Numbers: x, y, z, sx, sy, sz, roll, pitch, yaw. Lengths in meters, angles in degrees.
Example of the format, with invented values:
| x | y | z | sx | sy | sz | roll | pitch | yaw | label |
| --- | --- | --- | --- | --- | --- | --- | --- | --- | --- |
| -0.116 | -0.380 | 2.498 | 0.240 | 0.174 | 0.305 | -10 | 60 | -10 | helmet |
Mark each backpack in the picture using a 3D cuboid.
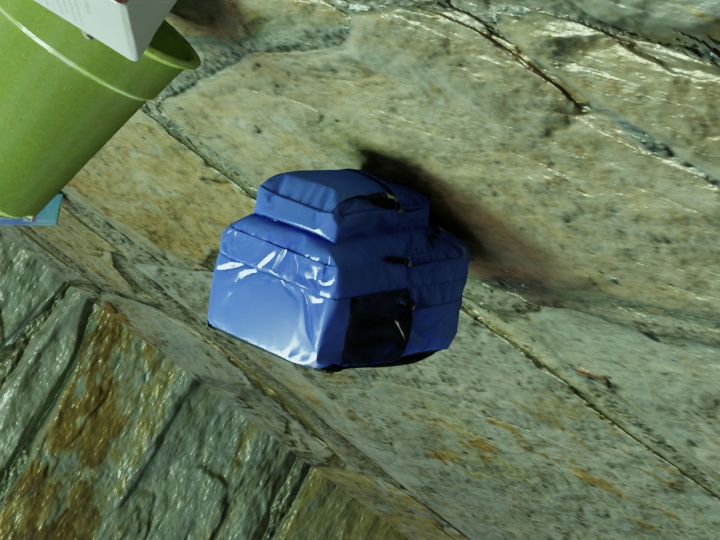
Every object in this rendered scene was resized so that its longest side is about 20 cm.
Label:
| x | y | z | sx | sy | sz | roll | pitch | yaw | label |
| --- | --- | --- | --- | --- | --- | --- | --- | --- | --- |
| 0.000 | 0.000 | 2.163 | 0.200 | 0.168 | 0.162 | 0 | -158 | -47 | backpack |

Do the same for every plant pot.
| x | y | z | sx | sy | sz | roll | pitch | yaw | label |
| --- | --- | --- | --- | --- | --- | --- | --- | --- | --- |
| -0.265 | -0.150 | 2.044 | 0.200 | 0.190 | 0.200 | 36 | -169 | -8 | plant pot |

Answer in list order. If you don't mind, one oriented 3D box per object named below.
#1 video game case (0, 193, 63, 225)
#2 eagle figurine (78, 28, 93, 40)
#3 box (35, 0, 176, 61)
| x | y | z | sx | sy | sz | roll | pitch | yaw | label |
| --- | --- | --- | --- | --- | --- | --- | --- | --- | --- |
| -0.495 | -0.104 | 3.072 | 0.181 | 0.045 | 0.200 | 26 | -164 | 37 | video game case |
| -0.199 | -0.257 | 1.841 | 0.152 | 0.151 | 0.200 | -3 | 148 | -27 | eagle figurine |
| -0.192 | -0.263 | 1.662 | 0.200 | 0.152 | 0.106 | 31 | 167 | 8 | box |
